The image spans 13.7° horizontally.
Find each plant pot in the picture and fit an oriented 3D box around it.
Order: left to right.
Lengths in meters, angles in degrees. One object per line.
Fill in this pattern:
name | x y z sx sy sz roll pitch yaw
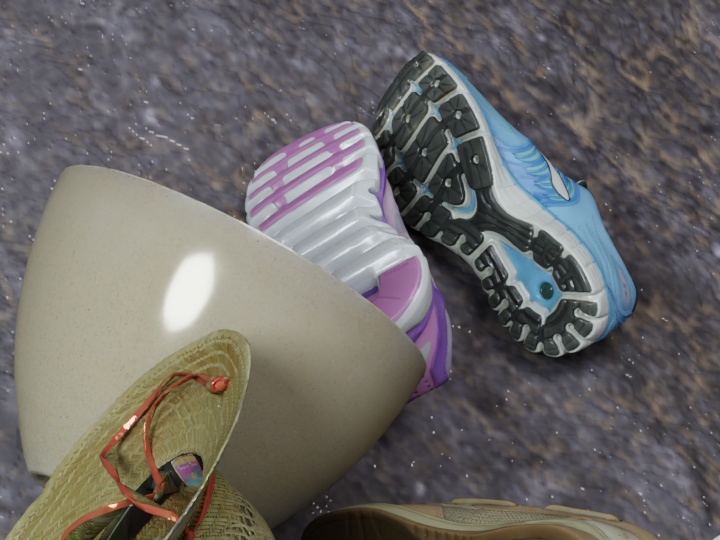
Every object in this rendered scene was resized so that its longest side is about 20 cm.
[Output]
plant pot | -0.087 0.059 1.422 0.200 0.200 0.135 29 77 -2

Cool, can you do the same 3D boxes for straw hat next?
straw hat | -0.082 0.127 1.267 0.085 0.201 0.202 42 42 -18

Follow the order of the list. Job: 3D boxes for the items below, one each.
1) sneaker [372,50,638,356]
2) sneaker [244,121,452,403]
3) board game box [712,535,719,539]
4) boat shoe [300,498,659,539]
sneaker | 0.082 -0.036 1.667 0.090 0.078 0.200 -6 57 -54
sneaker | 0.000 0.000 1.581 0.089 0.080 0.200 55 7 -37
board game box | 0.173 0.200 1.454 0.034 0.135 0.200 21 33 39
boat shoe | 0.055 0.144 1.422 0.064 0.199 0.072 -10 97 -46
